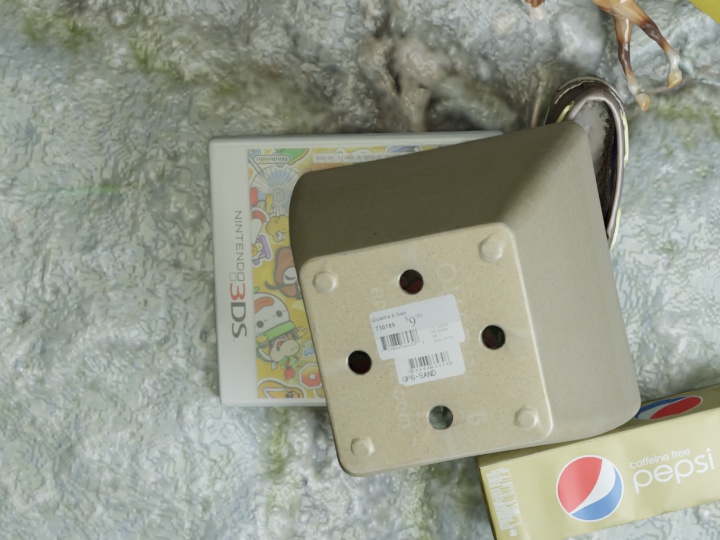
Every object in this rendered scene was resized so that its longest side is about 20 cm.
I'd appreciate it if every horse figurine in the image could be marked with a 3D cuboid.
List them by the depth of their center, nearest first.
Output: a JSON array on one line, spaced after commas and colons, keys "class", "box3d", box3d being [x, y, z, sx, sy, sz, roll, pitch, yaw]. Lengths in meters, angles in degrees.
[{"class": "horse figurine", "box3d": [0.197, -0.195, 1.673, 0.200, 0.050, 0.133, -36, 82, 35]}]

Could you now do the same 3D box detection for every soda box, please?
[{"class": "soda box", "box3d": [0.179, 0.130, 1.746, 0.199, 0.068, 0.064, -14, 99, 3]}]

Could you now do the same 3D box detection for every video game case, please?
[{"class": "video game case", "box3d": [0.000, 0.000, 1.738, 0.199, 0.023, 0.183, -1, 99, 8]}]

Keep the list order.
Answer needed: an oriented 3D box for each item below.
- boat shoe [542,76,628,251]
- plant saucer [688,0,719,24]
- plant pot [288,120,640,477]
[{"class": "boat shoe", "box3d": [0.137, -0.027, 1.725, 0.071, 0.060, 0.201, 12, 99, -1]}, {"class": "plant saucer", "box3d": [0.322, -0.221, 1.698, 0.200, 0.048, 0.200, 36, 98, -4]}, {"class": "plant pot", "box3d": [0.054, 0.033, 1.630, 0.198, 0.177, 0.201, -11, 99, 13]}]
